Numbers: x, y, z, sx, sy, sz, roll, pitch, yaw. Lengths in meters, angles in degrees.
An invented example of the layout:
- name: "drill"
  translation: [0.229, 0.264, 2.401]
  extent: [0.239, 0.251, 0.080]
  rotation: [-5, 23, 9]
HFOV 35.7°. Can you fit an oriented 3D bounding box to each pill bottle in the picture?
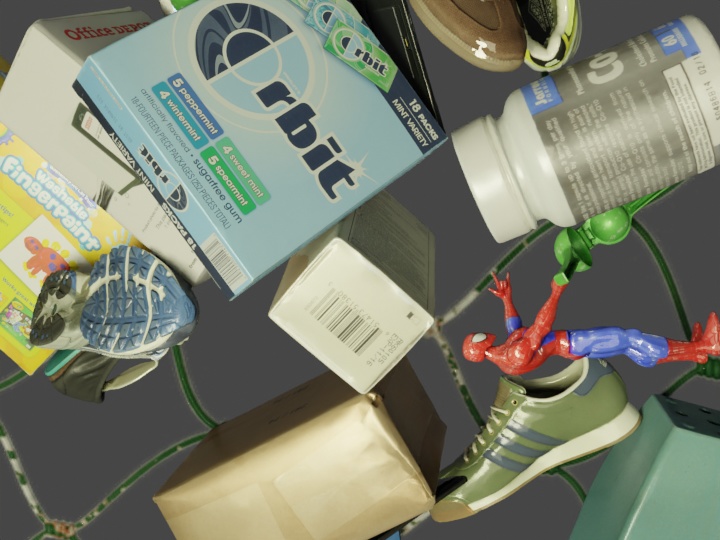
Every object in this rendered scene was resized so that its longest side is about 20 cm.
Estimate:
- name: "pill bottle"
  translation: [0.177, -0.102, 0.846]
  extent: [0.199, 0.114, 0.114]
  rotation: [-23, 105, 11]

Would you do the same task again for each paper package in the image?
- name: "paper package"
  translation: [-0.039, 0.157, 0.905]
  extent: [0.199, 0.191, 0.104]
  rotation: [-28, 94, 11]

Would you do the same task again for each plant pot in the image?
- name: "plant pot"
  translation: [0.265, 0.218, 0.933]
  extent: [0.140, 0.141, 0.201]
  rotation: [16, 102, -1]

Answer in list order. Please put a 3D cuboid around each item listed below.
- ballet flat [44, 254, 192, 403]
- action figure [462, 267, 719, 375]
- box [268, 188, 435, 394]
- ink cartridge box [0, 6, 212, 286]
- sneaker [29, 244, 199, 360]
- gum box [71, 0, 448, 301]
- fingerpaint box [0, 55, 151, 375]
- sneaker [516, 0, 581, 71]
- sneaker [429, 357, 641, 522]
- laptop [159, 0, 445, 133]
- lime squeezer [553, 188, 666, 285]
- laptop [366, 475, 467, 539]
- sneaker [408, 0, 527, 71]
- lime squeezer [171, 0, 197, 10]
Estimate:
- name: "ballet flat"
  translation: [-0.186, 0.045, 0.952]
  extent: [0.068, 0.068, 0.200]
  rotation: [39, 117, -19]
- name: "action figure"
  translation: [0.178, 0.033, 0.900]
  extent: [0.198, 0.065, 0.100]
  rotation: [-6, 74, -2]
- name: "box"
  translation: [0.000, 0.000, 0.847]
  extent: [0.095, 0.200, 0.078]
  rotation: [40, 106, -8]
- name: "ink cartridge box"
  translation: [-0.146, -0.098, 0.831]
  extent: [0.200, 0.146, 0.085]
  rotation: [40, 116, 7]
- name: "sneaker"
  translation: [-0.166, 0.030, 0.830]
  extent: [0.085, 0.199, 0.078]
  rotation: [18, 78, -38]
- name: "gum box"
  translation: [-0.059, -0.105, 0.746]
  extent: [0.170, 0.200, 0.045]
  rotation: [54, 144, -1]
- name: "fingerpaint box"
  translation: [-0.284, -0.045, 0.920]
  extent: [0.200, 0.073, 0.167]
  rotation: [43, 107, -12]
- name: "sneaker"
  translation: [0.124, -0.245, 0.824]
  extent: [0.075, 0.076, 0.201]
  rotation: [-18, 104, 12]
- name: "sneaker"
  translation: [0.131, 0.130, 0.952]
  extent: [0.199, 0.067, 0.090]
  rotation: [-27, 103, 6]
- name: "laptop"
  translation: [-0.051, -0.166, 0.848]
  extent: [0.103, 0.200, 0.178]
  rotation: [-27, 108, -26]
- name: "lime squeezer"
  translation: [0.191, -0.037, 0.871]
  extent: [0.038, 0.200, 0.071]
  rotation: [48, 146, 11]
- name: "laptop"
  translation: [-0.006, 0.270, 0.916]
  extent: [0.187, 0.200, 0.116]
  rotation: [-29, 90, -31]
- name: "sneaker"
  translation: [0.065, -0.233, 0.785]
  extent: [0.201, 0.070, 0.076]
  rotation: [61, 142, 19]
- name: "lime squeezer"
  translation: [-0.133, -0.191, 0.837]
  extent: [0.070, 0.200, 0.038]
  rotation: [-29, 147, -8]
